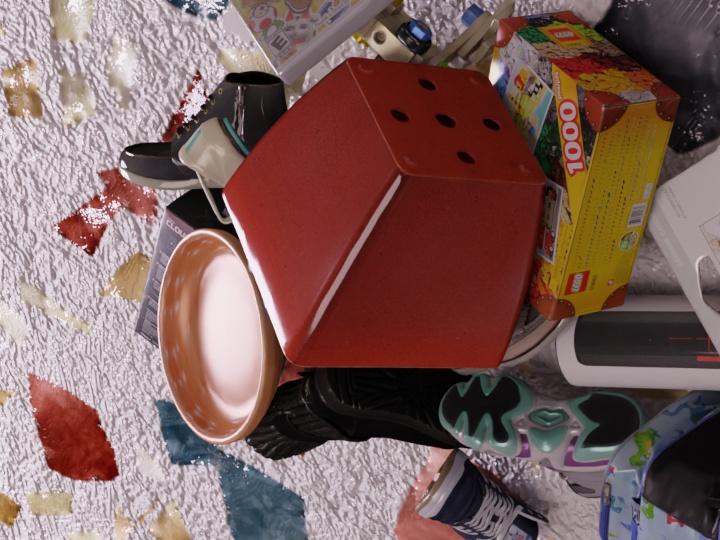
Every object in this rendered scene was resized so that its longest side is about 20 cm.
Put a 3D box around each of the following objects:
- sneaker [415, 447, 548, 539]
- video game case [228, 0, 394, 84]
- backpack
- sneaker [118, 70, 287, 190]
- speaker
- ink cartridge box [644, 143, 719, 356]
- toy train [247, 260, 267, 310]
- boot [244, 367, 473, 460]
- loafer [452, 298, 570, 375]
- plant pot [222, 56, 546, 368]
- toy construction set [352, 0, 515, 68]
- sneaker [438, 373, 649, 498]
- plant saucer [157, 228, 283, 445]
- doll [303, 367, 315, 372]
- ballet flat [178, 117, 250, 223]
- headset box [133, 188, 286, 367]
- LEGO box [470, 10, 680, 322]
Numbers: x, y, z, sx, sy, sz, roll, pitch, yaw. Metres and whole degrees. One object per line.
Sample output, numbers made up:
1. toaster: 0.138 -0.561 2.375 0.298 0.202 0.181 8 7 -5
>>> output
1. sneaker: 0.116 0.227 1.497 0.108 0.070 0.200 34 174 12
2. video game case: -0.023 -0.271 1.284 0.200 0.023 0.182 -38 56 9
3. backpack: 0.292 0.206 1.340 0.147 0.183 0.200 30 136 37
4. sneaker: -0.147 -0.137 1.534 0.200 0.075 0.106 2 112 24
5. speaker: 0.268 0.060 1.340 0.200 0.081 0.081 0 114 36
6. ink cartridge box: 0.331 -0.013 1.234 0.173 0.044 0.200 -35 76 37
7. toy train: 0.000 0.000 1.398 0.200 0.114 0.087 19 136 -13
8. boot: 0.008 0.137 1.523 0.211 0.080 0.158 19 146 -27
9. loafer: 0.114 0.045 1.415 0.063 0.072 0.200 28 154 -16
10. plant pot: 0.034 -0.055 1.273 0.176 0.200 0.200 -60 40 38
11. toy construction set: 0.032 -0.216 1.330 0.200 0.131 0.092 31 115 14
12. sneaker: 0.176 0.162 1.450 0.200 0.078 0.140 9 152 32
13. plant saucer: -0.127 0.060 1.494 0.200 0.037 0.201 11 103 55
14. doll: 0.015 0.049 1.529 0.136 0.049 0.200 30 130 -11
15. ballet flat: -0.091 -0.054 1.462 0.069 0.070 0.200 -16 126 40
16. headset box: -0.132 0.017 1.600 0.149 0.075 0.200 34 134 15
17. LEGO box: 0.163 -0.085 1.299 0.149 0.077 0.200 49 140 44
